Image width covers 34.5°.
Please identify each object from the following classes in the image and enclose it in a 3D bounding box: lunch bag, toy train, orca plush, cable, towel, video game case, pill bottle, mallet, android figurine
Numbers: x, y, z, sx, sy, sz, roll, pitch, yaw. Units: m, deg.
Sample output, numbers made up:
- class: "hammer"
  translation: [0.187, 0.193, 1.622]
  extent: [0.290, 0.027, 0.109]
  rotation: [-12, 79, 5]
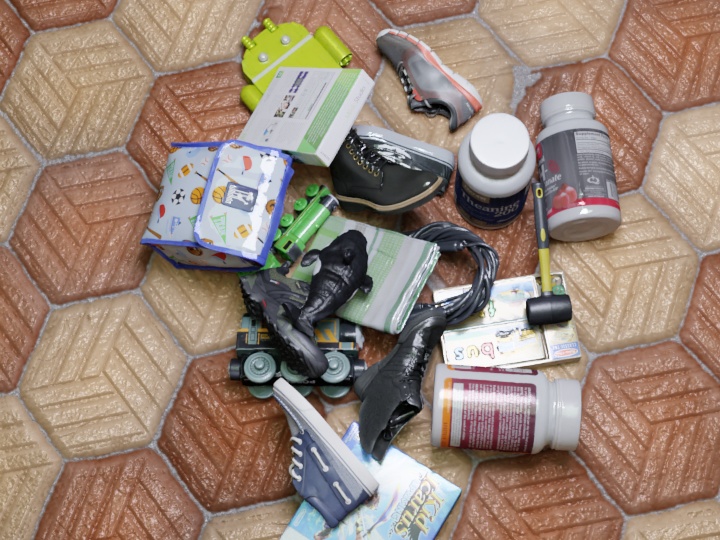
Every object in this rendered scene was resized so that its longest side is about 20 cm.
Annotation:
- class: "lunch bag"
  translation: [-0.197, -0.092, 1.657]
  extent: [0.198, 0.124, 0.172]
  rotation: [6, 73, 33]
- class: "toy train"
  translation: [-0.088, 0.117, 1.644]
  extent: [0.197, 0.085, 0.115]
  rotation: [0, 62, 2]
- class: "orca plush"
  translation: [-0.039, -0.005, 1.582]
  extent: [0.105, 0.071, 0.200]
  rotation: [37, 46, 16]
- class: "cable"
  translation: [0.104, 0.006, 1.670]
  extent: [0.198, 0.051, 0.165]
  rotation: [-21, 54, 13]
- class: "towel"
  translation: [0.000, 0.000, 1.665]
  extent: [0.198, 0.031, 0.150]
  rotation: [18, 68, 30]
- class: "video game case"
  translation: [0.014, 0.338, 1.585]
  extent: [0.180, 0.046, 0.201]
  rotation: [31, 75, 10]
- class: "toy train"
  translation: [-0.104, -0.045, 1.707]
  extent: [0.056, 0.042, 0.200]
  rotation: [29, 74, 40]
- class: "pill bottle"
  translation: [0.315, -0.153, 1.699]
  extent: [0.109, 0.111, 0.202]
  rotation: [-5, 72, 0]
- class: "mallet"
  translation: [0.270, -0.023, 1.642]
  extent: [0.065, 0.041, 0.203]
  rotation: [2, 91, 0]
- class: "pill bottle"
  translation: [0.191, -0.143, 1.653]
  extent: [0.109, 0.200, 0.112]
  rotation: [-1, 71, 2]
- class: "pill bottle"
  translation: [0.197, 0.191, 1.591]
  extent: [0.197, 0.114, 0.116]
  rotation: [4, 72, 4]
- class: "android figurine"
  translation: [-0.104, -0.306, 1.800]
  extent: [0.181, 0.041, 0.200]
  rotation: [-38, 77, -9]

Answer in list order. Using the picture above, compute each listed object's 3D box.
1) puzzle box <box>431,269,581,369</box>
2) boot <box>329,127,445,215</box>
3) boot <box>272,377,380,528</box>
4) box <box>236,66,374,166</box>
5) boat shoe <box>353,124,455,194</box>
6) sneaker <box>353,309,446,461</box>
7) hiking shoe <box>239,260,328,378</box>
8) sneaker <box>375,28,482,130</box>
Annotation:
- class: "puzzle box"
  translation: [0.209, 0.080, 1.672]
  extent: [0.197, 0.025, 0.135]
  rotation: [-9, 72, -1]
- class: "boot"
  translation: [0.015, -0.155, 1.647]
  extent: [0.199, 0.139, 0.078]
  rotation: [-2, 34, 43]
- class: "boot"
  translation: [-0.071, 0.244, 1.554]
  extent: [0.090, 0.073, 0.200]
  rotation: [-41, 81, -8]
- class: "box"
  translation: [-0.083, -0.225, 1.675]
  extent: [0.199, 0.036, 0.145]
  rotation: [13, 69, 50]
- class: "boat shoe"
  translation: [0.042, -0.163, 1.731]
  extent: [0.198, 0.072, 0.072]
  rotation: [12, 68, 4]
- class: "sneaker"
  translation: [0.063, 0.155, 1.585]
  extent: [0.200, 0.060, 0.104]
  rotation: [-45, 47, 5]
- class: "hiking shoe"
  translation: [-0.086, 0.059, 1.596]
  extent: [0.100, 0.076, 0.200]
  rotation: [-28, 55, -18]
- class: "sneaker"
  translation: [0.090, -0.290, 1.772]
  extent: [0.199, 0.077, 0.082]
  rotation: [39, 84, 14]
